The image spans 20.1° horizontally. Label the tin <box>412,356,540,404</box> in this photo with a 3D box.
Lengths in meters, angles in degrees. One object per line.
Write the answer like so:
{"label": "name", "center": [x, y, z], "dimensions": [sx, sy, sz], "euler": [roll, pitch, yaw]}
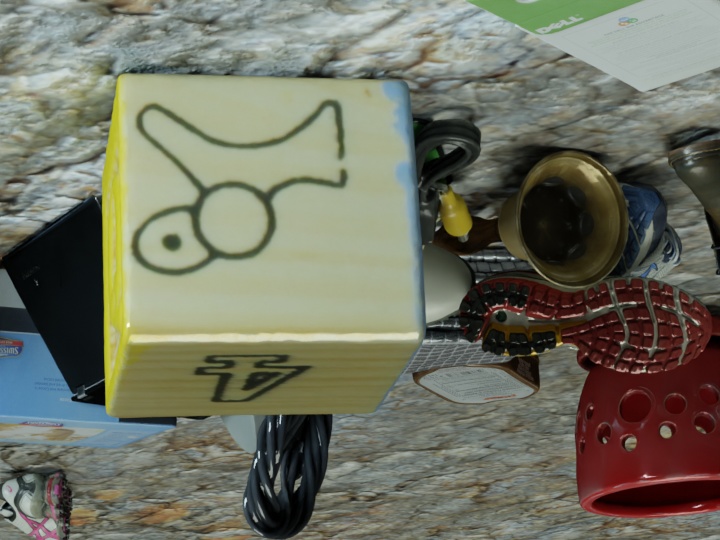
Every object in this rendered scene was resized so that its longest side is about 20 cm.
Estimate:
{"label": "tin", "center": [0.122, 0.107, 2.153], "dimensions": [0.111, 0.042, 0.200], "euler": [-6, 164, 22]}

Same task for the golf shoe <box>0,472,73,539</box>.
{"label": "golf shoe", "center": [-0.428, 0.312, 2.683], "dimensions": [0.092, 0.073, 0.200], "euler": [3, 154, 0]}

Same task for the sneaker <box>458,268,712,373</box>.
{"label": "sneaker", "center": [0.181, 0.029, 1.620], "dimensions": [0.199, 0.078, 0.082], "euler": [8, -163, 7]}

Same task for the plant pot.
{"label": "plant pot", "center": [0.313, 0.145, 2.060], "dimensions": [0.199, 0.184, 0.201], "euler": [-3, 165, -1]}

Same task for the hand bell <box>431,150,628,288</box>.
{"label": "hand bell", "center": [0.116, -0.033, 1.627], "dimensions": [0.104, 0.105, 0.200], "euler": [5, 174, -28]}

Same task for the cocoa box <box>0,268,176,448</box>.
{"label": "cocoa box", "center": [-0.277, 0.081, 1.793], "dimensions": [0.199, 0.132, 0.133], "euler": [6, 164, -31]}

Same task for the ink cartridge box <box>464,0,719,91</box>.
{"label": "ink cartridge box", "center": [0.153, -0.168, 1.172], "dimensions": [0.103, 0.060, 0.200], "euler": [-16, 160, 35]}

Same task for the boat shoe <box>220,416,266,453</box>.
{"label": "boat shoe", "center": [-0.093, 0.068, 1.750], "dimensions": [0.063, 0.201, 0.071], "euler": [-27, -140, -28]}

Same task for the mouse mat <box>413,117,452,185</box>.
{"label": "mouse mat", "center": [-0.035, -0.077, 1.537], "dimensions": [0.199, 0.008, 0.161], "euler": [-5, 164, 7]}

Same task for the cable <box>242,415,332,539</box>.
{"label": "cable", "center": [-0.053, 0.140, 1.763], "dimensions": [0.051, 0.201, 0.164], "euler": [15, 144, 9]}

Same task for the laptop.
{"label": "laptop", "center": [-0.172, 0.037, 1.675], "dimensions": [0.199, 0.117, 0.187], "euler": [12, 159, -30]}

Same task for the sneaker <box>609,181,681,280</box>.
{"label": "sneaker", "center": [0.225, -0.027, 1.676], "dimensions": [0.085, 0.077, 0.200], "euler": [-20, 163, -15]}

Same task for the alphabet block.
{"label": "alphabet block", "center": [-0.074, -0.013, 1.403], "dimensions": [0.199, 0.196, 0.197], "euler": [1, 158, -10]}

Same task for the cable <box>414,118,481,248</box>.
{"label": "cable", "center": [0.043, -0.073, 1.531], "dimensions": [0.097, 0.051, 0.200], "euler": [12, 152, 3]}

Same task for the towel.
{"label": "towel", "center": [0.070, 0.044, 1.838], "dimensions": [0.199, 0.086, 0.166], "euler": [-1, 164, -9]}

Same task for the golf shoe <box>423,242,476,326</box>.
{"label": "golf shoe", "center": [0.000, 0.000, 1.626], "dimensions": [0.199, 0.078, 0.088], "euler": [9, 169, -9]}

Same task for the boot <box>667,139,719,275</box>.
{"label": "boot", "center": [0.303, -0.038, 1.582], "dimensions": [0.074, 0.098, 0.200], "euler": [-15, 161, 33]}
